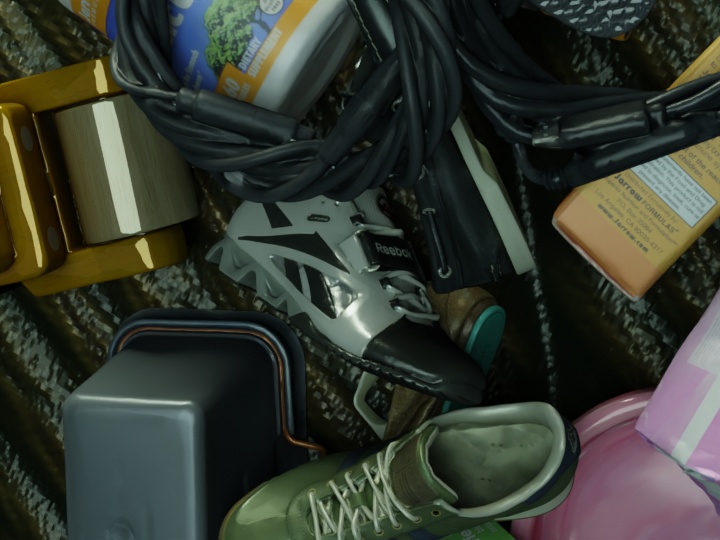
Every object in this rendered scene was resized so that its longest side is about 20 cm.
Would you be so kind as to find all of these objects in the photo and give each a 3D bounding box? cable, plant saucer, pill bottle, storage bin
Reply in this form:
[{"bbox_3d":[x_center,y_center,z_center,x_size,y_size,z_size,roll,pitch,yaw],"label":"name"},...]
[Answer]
[{"bbox_3d":[-0.039,-0.112,0.736,0.198,0.051,0.165,-6,108,31],"label":"cable"},{"bbox_3d":[0.136,-0.135,0.708,0.198,0.051,0.165,-20,106,20],"label":"cable"},{"bbox_3d":[0.184,0.160,0.852,0.198,0.051,0.203,2,101,13],"label":"plant saucer"},{"bbox_3d":[-0.100,-0.168,0.830,0.199,0.112,0.113,35,105,5],"label":"pill bottle"},{"bbox_3d":[-0.098,0.136,0.869,0.144,0.134,0.203,2,101,13],"label":"storage bin"}]

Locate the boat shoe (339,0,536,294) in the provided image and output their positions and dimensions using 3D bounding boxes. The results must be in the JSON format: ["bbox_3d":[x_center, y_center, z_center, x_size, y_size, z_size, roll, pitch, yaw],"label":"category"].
[{"bbox_3d":[0.020,-0.076,0.774,0.066,0.075,0.201,-26,111,8],"label":"boat shoe"}]

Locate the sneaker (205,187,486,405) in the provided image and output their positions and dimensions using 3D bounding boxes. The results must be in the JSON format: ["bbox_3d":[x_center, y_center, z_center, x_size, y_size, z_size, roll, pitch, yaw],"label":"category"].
[{"bbox_3d":[0.000,0.000,0.828,0.199,0.074,0.089,33,95,34],"label":"sneaker"}]

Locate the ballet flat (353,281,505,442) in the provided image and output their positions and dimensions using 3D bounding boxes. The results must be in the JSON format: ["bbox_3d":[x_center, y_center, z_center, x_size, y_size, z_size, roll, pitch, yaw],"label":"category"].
[{"bbox_3d":[0.024,0.098,0.877,0.072,0.068,0.202,21,104,29],"label":"ballet flat"}]

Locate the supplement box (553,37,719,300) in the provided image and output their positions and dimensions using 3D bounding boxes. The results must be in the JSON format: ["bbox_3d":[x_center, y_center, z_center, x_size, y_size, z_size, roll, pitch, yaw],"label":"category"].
[{"bbox_3d":[0.192,-0.080,0.794,0.069,0.067,0.200,42,106,3],"label":"supplement box"}]

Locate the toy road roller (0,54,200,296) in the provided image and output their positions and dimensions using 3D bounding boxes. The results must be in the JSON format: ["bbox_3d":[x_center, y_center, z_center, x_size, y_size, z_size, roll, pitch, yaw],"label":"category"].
[{"bbox_3d":[-0.204,-0.041,0.857,0.198,0.146,0.124,-12,97,15],"label":"toy road roller"}]

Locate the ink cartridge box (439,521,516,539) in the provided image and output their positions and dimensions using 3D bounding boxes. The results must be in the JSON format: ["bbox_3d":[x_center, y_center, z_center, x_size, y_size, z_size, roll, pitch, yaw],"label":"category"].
[{"bbox_3d":[0.006,0.238,0.820,0.198,0.084,0.147,-19,118,-21],"label":"ink cartridge box"}]

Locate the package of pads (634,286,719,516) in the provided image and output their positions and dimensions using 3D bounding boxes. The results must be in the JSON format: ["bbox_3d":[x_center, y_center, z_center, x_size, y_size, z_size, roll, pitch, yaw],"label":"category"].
[{"bbox_3d":[0.228,0.034,0.750,0.075,0.120,0.201,27,80,41],"label":"package of pads"}]

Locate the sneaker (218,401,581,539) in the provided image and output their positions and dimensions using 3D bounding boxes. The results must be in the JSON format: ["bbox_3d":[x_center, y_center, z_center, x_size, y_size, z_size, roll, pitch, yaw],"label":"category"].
[{"bbox_3d":[0.021,0.109,0.780,0.198,0.090,0.068,-14,68,-7],"label":"sneaker"}]

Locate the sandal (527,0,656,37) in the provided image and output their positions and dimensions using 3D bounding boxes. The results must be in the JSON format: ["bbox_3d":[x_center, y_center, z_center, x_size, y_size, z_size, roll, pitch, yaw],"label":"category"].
[{"bbox_3d":[0.059,-0.184,0.749,0.199,0.043,0.076,36,112,-10],"label":"sandal"}]

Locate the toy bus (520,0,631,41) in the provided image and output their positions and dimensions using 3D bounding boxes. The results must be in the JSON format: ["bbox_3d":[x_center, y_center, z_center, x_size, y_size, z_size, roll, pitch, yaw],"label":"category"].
[{"bbox_3d":[0.060,-0.187,0.807,0.198,0.078,0.066,22,105,8],"label":"toy bus"}]
